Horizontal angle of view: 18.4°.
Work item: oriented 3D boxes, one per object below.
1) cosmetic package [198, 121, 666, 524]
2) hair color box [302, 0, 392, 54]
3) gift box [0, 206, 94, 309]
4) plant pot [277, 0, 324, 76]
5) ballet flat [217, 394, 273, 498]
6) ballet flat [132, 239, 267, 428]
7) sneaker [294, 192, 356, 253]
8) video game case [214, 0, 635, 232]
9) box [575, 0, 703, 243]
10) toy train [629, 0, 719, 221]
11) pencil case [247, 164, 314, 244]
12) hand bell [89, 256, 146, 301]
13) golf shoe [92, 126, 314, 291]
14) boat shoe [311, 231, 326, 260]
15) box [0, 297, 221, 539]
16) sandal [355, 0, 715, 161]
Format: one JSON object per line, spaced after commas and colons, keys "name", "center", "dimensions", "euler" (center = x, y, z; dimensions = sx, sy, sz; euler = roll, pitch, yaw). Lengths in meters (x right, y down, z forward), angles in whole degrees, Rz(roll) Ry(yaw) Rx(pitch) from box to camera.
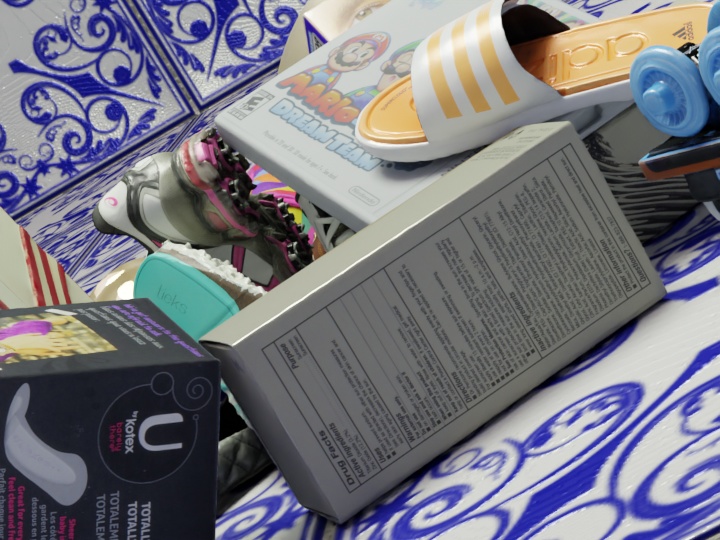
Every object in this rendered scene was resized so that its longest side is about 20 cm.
{"name": "cosmetic package", "center": [0.036, 0.022, 1.075], "dimensions": [0.200, 0.104, 0.073], "euler": [-33, 11, -14]}
{"name": "hair color box", "center": [0.067, -0.100, 1.310], "dimensions": [0.109, 0.200, 0.065], "euler": [-34, -30, -15]}
{"name": "gift box", "center": [-0.232, 0.060, 1.302], "dimensions": [0.200, 0.185, 0.187], "euler": [-42, 28, 10]}
{"name": "plant pot", "center": [0.063, -0.107, 1.448], "dimensions": [0.200, 0.200, 0.134], "euler": [-35, 42, -18]}
{"name": "ballet flat", "center": [-0.085, 0.093, 1.206], "dimensions": [0.066, 0.057, 0.200], "euler": [-18, 14, 46]}
{"name": "ballet flat", "center": [-0.048, 0.041, 1.206], "dimensions": [0.072, 0.072, 0.200], "euler": [-34, 44, -17]}
{"name": "sneaker", "center": [0.000, 0.000, 1.240], "dimensions": [0.076, 0.115, 0.201], "euler": [-31, 11, 2]}
{"name": "video game case", "center": [0.040, -0.094, 1.212], "dimensions": [0.182, 0.024, 0.200], "euler": [-35, 35, -15]}
{"name": "box", "center": [0.130, -0.059, 1.200], "dimensions": [0.200, 0.082, 0.068], "euler": [-36, 32, -14]}
{"name": "toy train", "center": [0.205, -0.072, 0.999], "dimensions": [0.087, 0.114, 0.200], "euler": [-34, 11, -31]}
{"name": "pencil case", "center": [-0.055, -0.031, 1.645], "dimensions": [0.088, 0.088, 0.200], "euler": [-30, 9, 6]}
{"name": "hand bell", "center": [-0.092, 0.055, 1.387], "dimensions": [0.104, 0.104, 0.200], "euler": [-35, 22, -20]}
{"name": "golf shoe", "center": [-0.084, -0.011, 1.335], "dimensions": [0.092, 0.200, 0.073], "euler": [-24, 52, 13]}
{"name": "boat shoe", "center": [0.006, -0.014, 1.416], "dimensions": [0.070, 0.070, 0.200], "euler": [-32, 8, -38]}
{"name": "box", "center": [-0.176, 0.089, 1.039], "dimensions": [0.200, 0.122, 0.106], "euler": [-3, 17, -24]}
{"name": "sandal", "center": [0.090, -0.116, 1.138], "dimensions": [0.207, 0.059, 0.079], "euler": [-15, 35, 12]}
